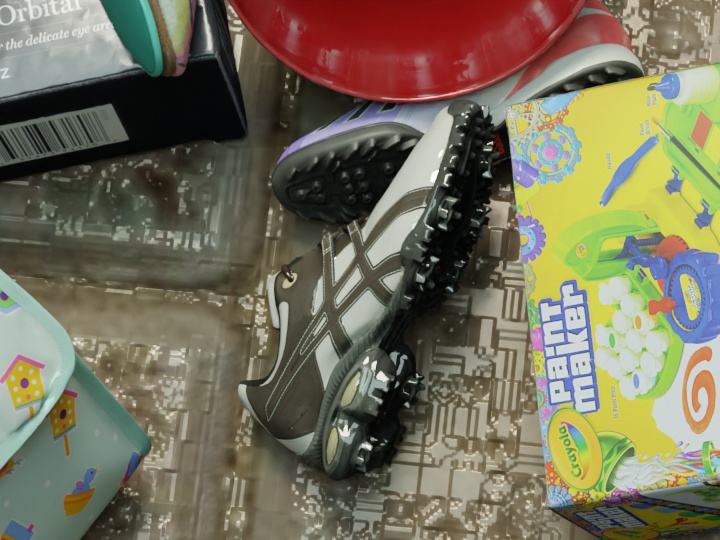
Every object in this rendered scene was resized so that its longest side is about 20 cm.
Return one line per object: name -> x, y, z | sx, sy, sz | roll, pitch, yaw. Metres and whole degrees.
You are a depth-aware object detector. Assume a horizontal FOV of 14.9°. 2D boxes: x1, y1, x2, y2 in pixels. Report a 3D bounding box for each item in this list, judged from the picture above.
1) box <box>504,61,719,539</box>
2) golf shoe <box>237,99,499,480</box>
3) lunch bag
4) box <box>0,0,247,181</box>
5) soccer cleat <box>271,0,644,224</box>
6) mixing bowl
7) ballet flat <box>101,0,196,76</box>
box -> 0.184, 0.012, 1.326 | 0.191, 0.122, 0.201 | -10, 73, 18
golf shoe -> 0.000, 0.000, 1.375 | 0.094, 0.078, 0.201 | 25, 94, 22
lunch bag -> -0.212, 0.082, 1.306 | 0.122, 0.200, 0.171 | 29, 71, 32
box -> -0.176, -0.161, 1.432 | 0.195, 0.118, 0.201 | -12, 72, 1
soccer cleat -> 0.046, -0.084, 1.426 | 0.199, 0.068, 0.073 | -21, 50, 2
mixing bowl -> 0.021, -0.197, 1.380 | 0.199, 0.109, 0.201 | -1, 118, -2
ballet flat -> -0.121, -0.187, 1.346 | 0.071, 0.069, 0.200 | -27, 72, -25
